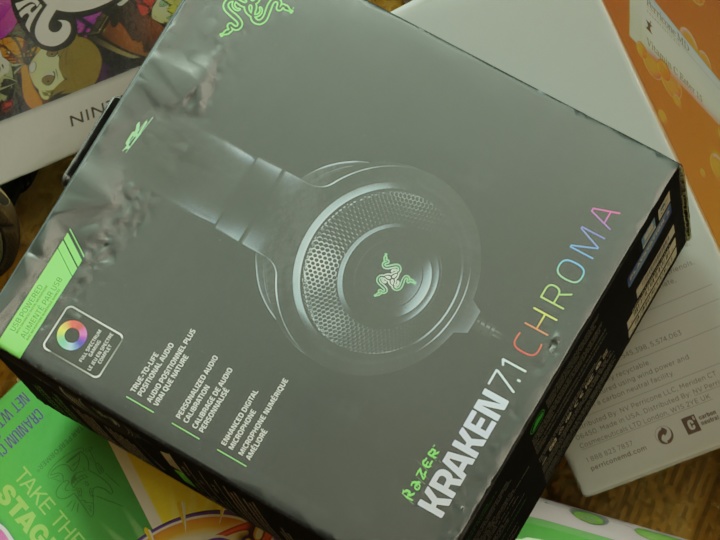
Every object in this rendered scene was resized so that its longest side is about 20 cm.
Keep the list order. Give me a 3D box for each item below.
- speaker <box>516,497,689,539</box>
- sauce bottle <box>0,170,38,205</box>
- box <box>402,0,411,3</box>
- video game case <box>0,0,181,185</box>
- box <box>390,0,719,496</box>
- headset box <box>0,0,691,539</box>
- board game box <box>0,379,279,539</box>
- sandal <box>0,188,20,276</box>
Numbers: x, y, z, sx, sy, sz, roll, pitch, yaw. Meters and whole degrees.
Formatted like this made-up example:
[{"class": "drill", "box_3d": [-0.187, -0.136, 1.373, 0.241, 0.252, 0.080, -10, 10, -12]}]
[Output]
[{"class": "speaker", "box_3d": [0.099, 0.141, 1.117, 0.199, 0.089, 0.089, 16, 62, -4]}, {"class": "sauce bottle", "box_3d": [-0.185, 0.024, 1.124, 0.066, 0.066, 0.201, 27, 64, 2]}, {"class": "box", "box_3d": [0.113, -0.183, 1.232, 0.199, 0.102, 0.113, 3, 62, 14]}, {"class": "video game case", "box_3d": [-0.091, -0.151, 1.101, 0.180, 0.201, 0.036, -24, 36, -22]}, {"class": "box", "box_3d": [0.104, -0.035, 1.122, 0.201, 0.097, 0.124, 64, 29, -5]}, {"class": "headset box", "box_3d": [-0.012, 0.002, 1.017, 0.199, 0.093, 0.175, 29, 79, 16]}, {"class": "board game box", "box_3d": [-0.065, 0.119, 1.071, 0.153, 0.040, 0.200, -44, 72, 3]}, {"class": "sandal", "box_3d": [-0.222, -0.046, 1.077, 0.199, 0.082, 0.055, 13, 54, -1]}]
